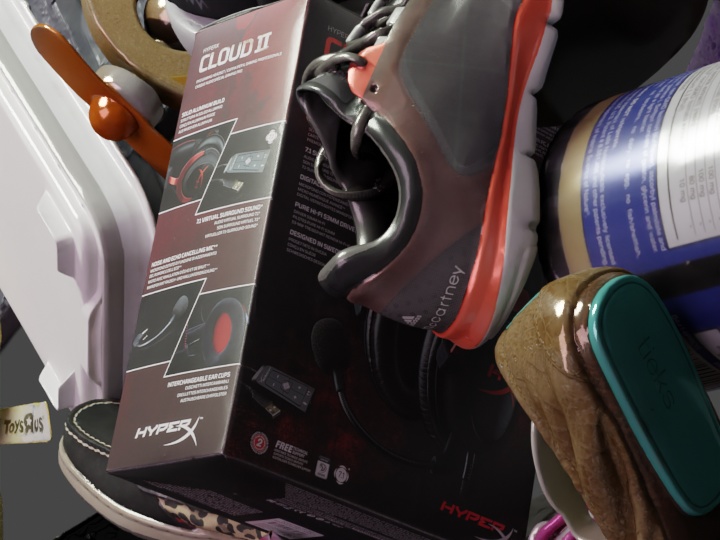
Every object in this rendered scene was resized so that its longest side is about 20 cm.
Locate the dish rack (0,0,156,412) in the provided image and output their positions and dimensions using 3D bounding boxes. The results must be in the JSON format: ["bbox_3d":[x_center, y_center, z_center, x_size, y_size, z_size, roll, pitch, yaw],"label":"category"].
[{"bbox_3d":[-0.154,-0.028,1.312,0.200,0.043,0.172,54,152,35],"label":"dish rack"}]

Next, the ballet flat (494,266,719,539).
[{"bbox_3d":[0.104,0.092,0.945,0.072,0.068,0.200,-19,106,49],"label":"ballet flat"}]

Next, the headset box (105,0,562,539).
[{"bbox_3d":[0.000,0.000,1.049,0.075,0.148,0.201,-13,60,48],"label":"headset box"}]

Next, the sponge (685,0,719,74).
[{"bbox_3d":[0.191,-0.121,1.022,0.111,0.030,0.201,34,109,44],"label":"sponge"}]

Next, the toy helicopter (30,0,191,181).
[{"bbox_3d":[-0.057,-0.074,1.222,0.200,0.132,0.079,57,155,15],"label":"toy helicopter"}]

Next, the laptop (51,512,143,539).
[{"bbox_3d":[-0.115,0.224,1.319,0.200,0.103,0.178,-31,61,11],"label":"laptop"}]

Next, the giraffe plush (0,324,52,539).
[{"bbox_3d":[-0.263,0.095,1.356,0.200,0.162,0.173,-39,58,52],"label":"giraffe plush"}]

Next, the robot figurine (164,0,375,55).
[{"bbox_3d":[-0.037,-0.167,1.127,0.124,0.150,0.201,13,132,34],"label":"robot figurine"}]

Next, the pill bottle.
[{"bbox_3d":[0.166,-0.027,0.939,0.200,0.112,0.112,-16,74,41],"label":"pill bottle"}]

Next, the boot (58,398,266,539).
[{"bbox_3d":[-0.056,0.048,1.199,0.200,0.073,0.151,22,122,42],"label":"boot"}]

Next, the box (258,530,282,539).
[{"bbox_3d":[-0.016,0.205,1.067,0.100,0.200,0.095,-38,49,-10],"label":"box"}]

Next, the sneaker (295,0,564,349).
[{"bbox_3d":[0.021,-0.075,0.985,0.077,0.082,0.201,131,146,-60],"label":"sneaker"}]

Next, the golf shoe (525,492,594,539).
[{"bbox_3d":[0.084,0.110,1.063,0.200,0.091,0.076,-28,69,43],"label":"golf shoe"}]

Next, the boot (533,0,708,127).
[{"bbox_3d":[0.083,-0.181,1.063,0.187,0.064,0.200,-57,35,37],"label":"boot"}]
